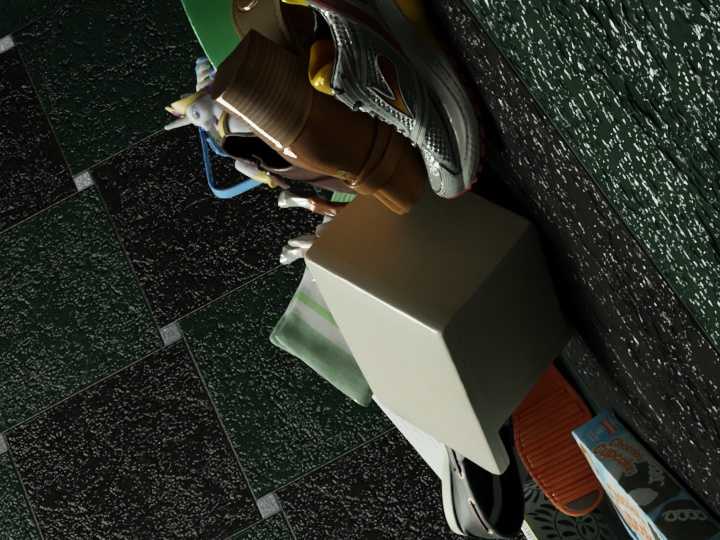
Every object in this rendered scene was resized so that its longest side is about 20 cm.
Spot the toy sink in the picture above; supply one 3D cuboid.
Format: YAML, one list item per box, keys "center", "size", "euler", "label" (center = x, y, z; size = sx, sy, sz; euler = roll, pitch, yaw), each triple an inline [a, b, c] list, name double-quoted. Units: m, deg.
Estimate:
- center: [0.067, 0.033, 1.034]
  size: [0.130, 0.112, 0.200]
  euler: [29, 158, 35]
  label: "toy sink"

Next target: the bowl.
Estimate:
- center: [0.234, 0.283, 1.483]
  size: [0.201, 0.094, 0.201]
  euler: [57, 178, 3]
  label: "bowl"

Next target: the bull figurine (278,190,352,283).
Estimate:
- center: [0.012, -0.007, 1.149]
  size: [0.121, 0.065, 0.200]
  euler: [9, 162, 24]
  label: "bull figurine"

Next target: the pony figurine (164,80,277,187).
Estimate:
- center: [-0.114, -0.202, 1.672]
  size: [0.200, 0.193, 0.167]
  euler: [34, 170, 29]
  label: "pony figurine"

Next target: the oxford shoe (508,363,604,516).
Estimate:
- center: [0.160, 0.119, 1.262]
  size: [0.073, 0.071, 0.201]
  euler: [47, -159, -80]
  label: "oxford shoe"

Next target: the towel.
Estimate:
- center: [0.000, 0.000, 1.280]
  size: [0.023, 0.201, 0.152]
  euler: [20, -173, -41]
  label: "towel"

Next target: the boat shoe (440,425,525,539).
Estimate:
- center: [0.098, 0.137, 1.247]
  size: [0.063, 0.073, 0.203]
  euler: [-3, 103, 48]
  label: "boat shoe"

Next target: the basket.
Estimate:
- center: [-0.130, -0.198, 1.837]
  size: [0.139, 0.175, 0.201]
  euler: [68, -179, -61]
  label: "basket"

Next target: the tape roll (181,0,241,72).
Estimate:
- center: [-0.076, -0.209, 1.079]
  size: [0.201, 0.048, 0.201]
  euler: [54, -156, -38]
  label: "tape roll"

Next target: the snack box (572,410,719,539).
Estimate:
- center: [0.229, 0.193, 1.048]
  size: [0.117, 0.037, 0.200]
  euler: [59, 178, -23]
  label: "snack box"

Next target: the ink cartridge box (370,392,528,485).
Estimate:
- center: [0.106, 0.104, 1.334]
  size: [0.045, 0.177, 0.200]
  euler: [-3, 137, 42]
  label: "ink cartridge box"

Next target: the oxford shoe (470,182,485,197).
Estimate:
- center: [0.053, -0.068, 1.078]
  size: [0.200, 0.058, 0.075]
  euler: [56, 175, -39]
  label: "oxford shoe"

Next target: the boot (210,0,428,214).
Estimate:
- center: [-0.012, -0.141, 0.959]
  size: [0.154, 0.074, 0.201]
  euler: [31, -126, -23]
  label: "boot"

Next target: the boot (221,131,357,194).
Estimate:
- center: [-0.044, -0.102, 1.161]
  size: [0.166, 0.073, 0.199]
  euler: [5, -174, -40]
  label: "boot"

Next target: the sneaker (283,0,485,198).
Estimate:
- center: [0.010, -0.124, 0.876]
  size: [0.200, 0.082, 0.078]
  euler: [58, 177, -28]
  label: "sneaker"
